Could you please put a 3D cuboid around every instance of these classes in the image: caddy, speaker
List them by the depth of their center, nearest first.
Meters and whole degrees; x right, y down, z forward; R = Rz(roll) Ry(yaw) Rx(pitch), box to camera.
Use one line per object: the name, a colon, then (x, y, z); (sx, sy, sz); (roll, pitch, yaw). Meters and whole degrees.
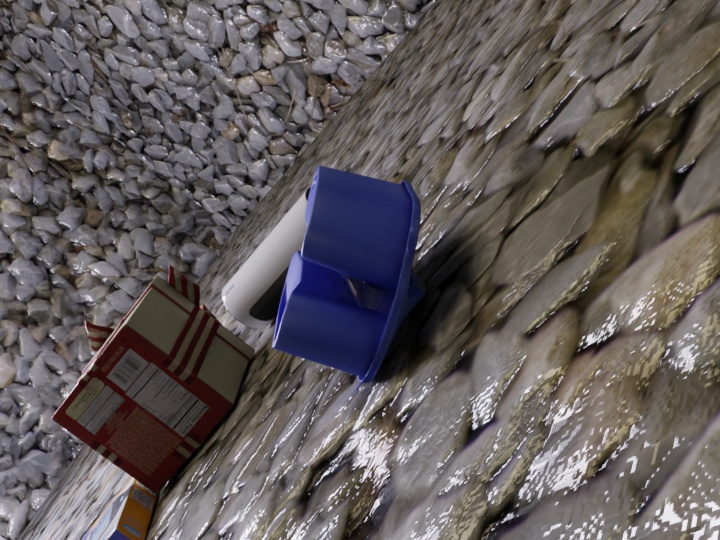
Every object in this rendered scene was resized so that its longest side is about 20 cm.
caddy: (0.000, 0.000, 0.734); (0.200, 0.104, 0.143); (-98, 25, -75)
speaker: (-0.095, -0.016, 1.252); (0.200, 0.081, 0.081); (-46, 12, 28)

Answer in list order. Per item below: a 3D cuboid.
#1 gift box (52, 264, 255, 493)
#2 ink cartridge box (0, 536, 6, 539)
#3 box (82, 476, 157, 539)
gift box: (-0.254, 0.120, 1.192); (0.184, 0.200, 0.187); (-44, 11, 14)
ink cartridge box: (-0.986, 0.782, 2.450); (0.145, 0.084, 0.201); (-44, 14, 37)
box: (-0.288, 0.315, 1.103); (0.119, 0.041, 0.200); (-51, 8, 5)
